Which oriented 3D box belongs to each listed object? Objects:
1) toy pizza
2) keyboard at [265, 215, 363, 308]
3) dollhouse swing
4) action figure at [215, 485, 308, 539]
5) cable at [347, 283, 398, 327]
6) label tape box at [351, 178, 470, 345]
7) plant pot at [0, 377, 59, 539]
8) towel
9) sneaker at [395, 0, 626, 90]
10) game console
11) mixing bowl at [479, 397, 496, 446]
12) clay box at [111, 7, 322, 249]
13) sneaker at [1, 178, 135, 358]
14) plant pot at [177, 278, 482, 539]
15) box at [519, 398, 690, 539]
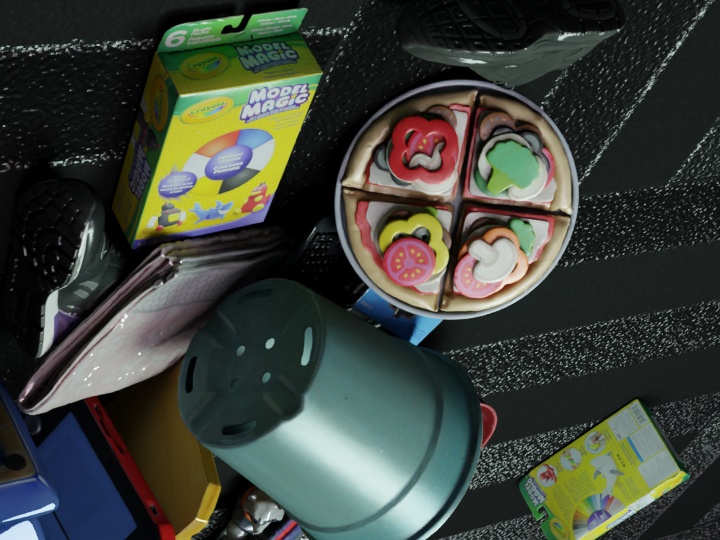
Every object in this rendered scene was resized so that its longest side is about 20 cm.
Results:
[{"bbox_3d":[0.079,-0.053,1.344,0.200,0.032,0.201,-2,107,-6],"label":"toy pizza"},{"bbox_3d":[0.000,0.000,1.446,0.104,0.040,0.200,-52,155,24],"label":"keyboard"},{"bbox_3d":[-0.161,0.191,1.518,0.200,0.176,0.182,-42,150,22],"label":"dollhouse swing"},{"bbox_3d":[-0.134,0.308,1.830,0.200,0.105,0.194,-37,161,-46],"label":"action figure"},{"bbox_3d":[-0.042,0.061,1.498,0.200,0.097,0.050,-14,175,-23],"label":"cable"},{"bbox_3d":[0.077,-0.039,1.439,0.200,0.063,0.144,-42,151,7],"label":"label tape box"},{"bbox_3d":[-0.352,0.174,1.295,0.200,0.200,0.180,-11,141,-31],"label":"plant pot"},{"bbox_3d":[-0.161,0.039,1.350,0.191,0.032,0.200,-43,167,24],"label":"towel"},{"bbox_3d":[0.107,-0.172,1.264,0.200,0.076,0.091,-6,153,-33],"label":"sneaker"},{"bbox_3d":[-0.253,0.208,1.434,0.177,0.200,0.031,-43,158,25],"label":"game console"},{"bbox_3d":[0.026,0.150,1.696,0.200,0.109,0.200,-22,151,-12],"label":"mixing bowl"},{"bbox_3d":[-0.103,-0.101,1.208,0.115,0.048,0.200,-13,150,-28],"label":"clay box"},{"bbox_3d":[-0.208,-0.015,1.249,0.087,0.076,0.200,-23,161,-31],"label":"sneaker"},{"bbox_3d":[-0.034,0.114,1.377,0.200,0.200,0.196,-37,137,15],"label":"plant pot"},{"bbox_3d":[0.310,0.270,2.161,0.200,0.117,0.048,-35,151,14],"label":"box"}]
